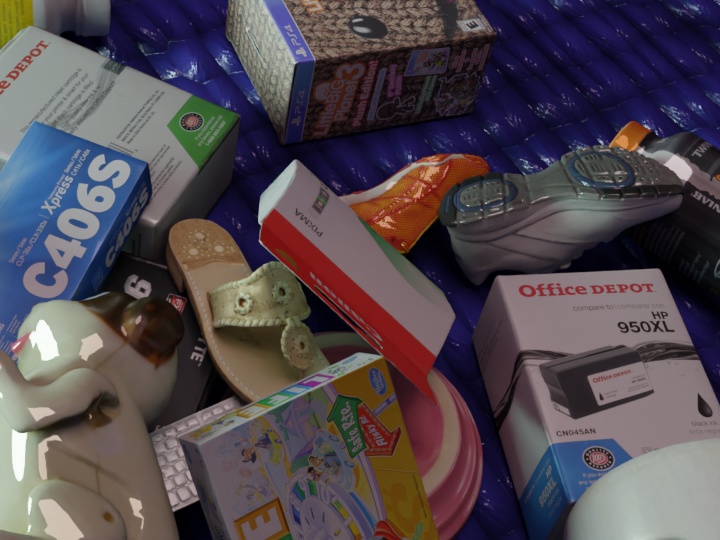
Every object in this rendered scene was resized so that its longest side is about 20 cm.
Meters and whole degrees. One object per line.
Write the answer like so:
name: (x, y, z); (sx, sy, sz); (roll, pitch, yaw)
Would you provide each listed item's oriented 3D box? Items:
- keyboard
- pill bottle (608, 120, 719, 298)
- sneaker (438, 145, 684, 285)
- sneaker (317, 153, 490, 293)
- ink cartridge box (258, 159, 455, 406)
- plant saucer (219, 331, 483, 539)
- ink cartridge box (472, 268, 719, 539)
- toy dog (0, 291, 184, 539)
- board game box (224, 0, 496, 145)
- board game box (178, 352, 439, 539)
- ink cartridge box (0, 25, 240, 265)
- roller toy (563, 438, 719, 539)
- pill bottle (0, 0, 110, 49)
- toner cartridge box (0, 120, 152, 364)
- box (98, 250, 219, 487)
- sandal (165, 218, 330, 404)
keyboard: (-0.126, 0.131, 0.817); (0.199, 0.011, 0.056); (-23, 60, -24)
pill bottle: (0.295, -0.047, 1.063); (0.199, 0.107, 0.106); (35, 51, 17)
sneaker: (0.165, -0.044, 1.021); (0.198, 0.088, 0.075); (-10, 37, 5)
sneaker: (0.030, -0.038, 1.033); (0.199, 0.073, 0.077); (-27, 76, -23)
ink cartridge box: (0.000, 0.000, 0.872); (0.161, 0.200, 0.050); (42, 94, -10)
plant saucer: (-0.006, 0.119, 0.891); (0.199, 0.051, 0.202); (7, 48, -7)
ink cartridge box: (0.179, 0.101, 0.925); (0.143, 0.085, 0.201); (-2, 50, -15)
toy dog: (-0.163, 0.103, 0.743); (0.192, 0.140, 0.201); (15, 55, -19)
board game box: (-0.004, -0.218, 1.148); (0.198, 0.097, 0.160); (-13, 54, -22)
board game box: (-0.018, 0.170, 0.771); (0.134, 0.034, 0.202); (-23, 102, -28)
ink cartridge box: (-0.218, -0.095, 1.003); (0.199, 0.083, 0.147); (25, 50, 8)
roller toy: (0.225, 0.208, 0.781); (0.181, 0.201, 0.141); (-5, 50, 1)
pill bottle: (-0.323, -0.245, 1.089); (0.198, 0.112, 0.112); (-5, 51, -16)
toner cartridge box: (-0.230, -0.004, 0.865); (0.094, 0.043, 0.201); (19, 60, 7)
box: (-0.187, 0.076, 0.888); (0.158, 0.046, 0.201); (17, 50, 2)
sandal: (-0.077, 0.016, 0.875); (0.077, 0.070, 0.212); (-13, 46, -32)
